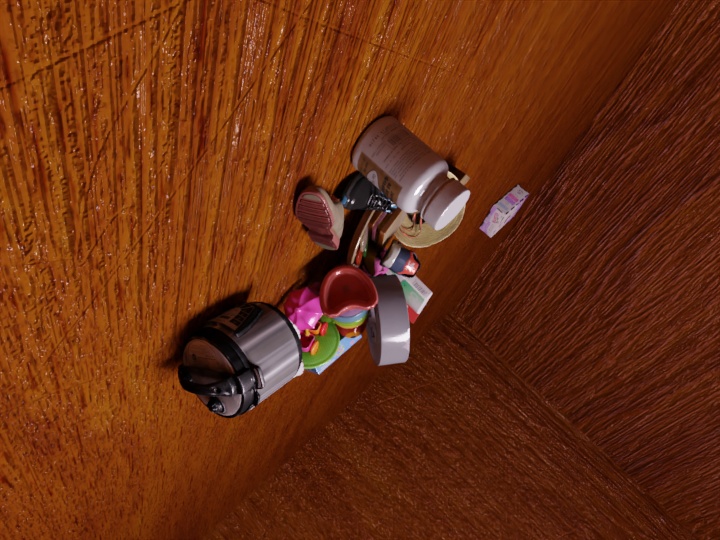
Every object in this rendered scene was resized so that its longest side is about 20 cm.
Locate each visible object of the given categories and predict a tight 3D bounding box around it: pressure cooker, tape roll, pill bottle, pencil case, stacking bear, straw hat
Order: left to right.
[{"bbox_3d":[-0.224,0.168,1.026,0.200,0.179,0.176,-31,161,-47],"label":"pressure cooker"},{"bbox_3d":[-0.025,0.085,1.253,0.121,0.114,0.200,-12,151,-4],"label":"stacking bear"},{"bbox_3d":[0.000,0.000,1.392,0.200,0.091,0.094,-28,151,-56],"label":"pencil case"},{"bbox_3d":[0.057,0.111,1.277,0.066,0.202,0.201,-6,154,-9],"label":"tape roll"},{"bbox_3d":[0.090,-0.168,0.992,0.114,0.200,0.114,-42,164,-15],"label":"pill bottle"},{"bbox_3d":[0.148,-0.161,1.376,0.201,0.201,0.085,-48,-157,5],"label":"straw hat"}]

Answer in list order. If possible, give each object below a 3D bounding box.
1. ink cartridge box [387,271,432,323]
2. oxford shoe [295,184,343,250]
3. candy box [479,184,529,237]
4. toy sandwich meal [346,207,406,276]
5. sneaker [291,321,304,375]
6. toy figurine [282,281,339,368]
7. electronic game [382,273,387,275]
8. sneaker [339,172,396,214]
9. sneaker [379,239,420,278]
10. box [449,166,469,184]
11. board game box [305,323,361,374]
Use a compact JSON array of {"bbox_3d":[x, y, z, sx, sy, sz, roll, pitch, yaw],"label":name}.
[{"bbox_3d":[0.132,0.078,1.807,0.050,0.161,0.200,-33,160,-34],"label":"ink cartridge box"},{"bbox_3d":[-0.068,-0.109,1.010,0.200,0.070,0.075,83,26,-69],"label":"oxford shoe"},{"bbox_3d":[0.638,-0.263,2.500,0.200,0.072,0.168,-38,163,-32],"label":"candy box"},{"bbox_3d":[0.038,-0.077,1.249,0.205,0.070,0.206,90,26,-70],"label":"toy sandwich meal"},{"bbox_3d":[-0.182,0.176,1.229,0.088,0.081,0.201,-41,134,-41],"label":"sneaker"},{"bbox_3d":[-0.112,0.097,1.297,0.185,0.149,0.201,93,21,-54],"label":"toy figurine"},{"bbox_3d":[-0.008,0.072,1.486,0.200,0.042,0.200,-38,-177,2],"label":"electronic game"},{"bbox_3d":[0.034,-0.151,1.112,0.200,0.082,0.073,-27,155,-52],"label":"sneaker"},{"bbox_3d":[0.097,-0.021,1.322,0.075,0.084,0.200,-61,-178,9],"label":"sneaker"},{"bbox_3d":[0.202,-0.181,1.481,0.200,0.021,0.164,-50,-168,13],"label":"box"},{"bbox_3d":[-0.112,0.191,1.443,0.151,0.037,0.199,-38,-158,-30],"label":"board game box"}]
